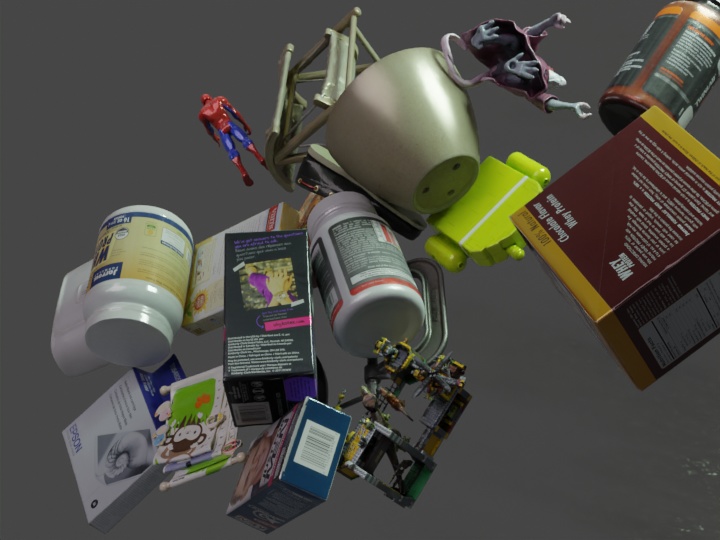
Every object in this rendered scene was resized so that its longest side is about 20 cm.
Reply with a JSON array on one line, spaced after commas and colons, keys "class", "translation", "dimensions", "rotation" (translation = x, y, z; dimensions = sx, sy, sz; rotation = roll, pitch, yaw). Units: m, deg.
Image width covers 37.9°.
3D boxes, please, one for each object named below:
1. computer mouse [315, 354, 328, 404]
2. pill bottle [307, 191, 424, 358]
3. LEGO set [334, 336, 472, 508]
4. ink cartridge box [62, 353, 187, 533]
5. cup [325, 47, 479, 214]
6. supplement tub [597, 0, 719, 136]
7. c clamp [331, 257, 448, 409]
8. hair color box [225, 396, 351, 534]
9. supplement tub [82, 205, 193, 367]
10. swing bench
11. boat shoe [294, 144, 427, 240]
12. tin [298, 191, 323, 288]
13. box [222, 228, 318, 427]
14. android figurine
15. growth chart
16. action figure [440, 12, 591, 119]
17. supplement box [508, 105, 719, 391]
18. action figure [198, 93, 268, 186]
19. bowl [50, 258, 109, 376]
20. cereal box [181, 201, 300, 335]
[{"class": "computer mouse", "translation": [-0.107, 0.120, 1.341], "dimensions": [0.200, 0.052, 0.140], "rotation": [51, 127, 44]}, {"class": "pill bottle", "translation": [0.000, 0.000, 1.304], "dimensions": [0.115, 0.116, 0.201], "rotation": [-32, 45, 12]}, {"class": "LEGO set", "translation": [0.025, 0.158, 1.171], "dimensions": [0.201, 0.116, 0.153], "rotation": [-52, 43, -2]}, {"class": "ink cartridge box", "translation": [-0.316, 0.228, 1.459], "dimensions": [0.200, 0.041, 0.200], "rotation": [-42, 40, 1]}, {"class": "cup", "translation": [0.073, -0.158, 1.335], "dimensions": [0.199, 0.200, 0.144], "rotation": [-37, 59, 6]}, {"class": "supplement tub", "translation": [0.378, -0.246, 1.259], "dimensions": [0.106, 0.107, 0.201], "rotation": [22, 71, 47]}, {"class": "c clamp", "translation": [0.034, 0.073, 1.321], "dimensions": [0.169, 0.027, 0.202], "rotation": [-18, 47, 27]}, {"class": "hair color box", "translation": [-0.085, 0.224, 1.186], "dimensions": [0.200, 0.060, 0.101], "rotation": [-46, 22, 57]}, {"class": "supplement tub", "translation": [-0.323, 0.023, 1.525], "dimensions": [0.143, 0.144, 0.202], "rotation": [-20, 47, 24]}, {"class": "swing bench", "translation": [-0.059, -0.259, 1.606], "dimensions": [0.198, 0.130, 0.201], "rotation": [-19, 46, 26]}, {"class": "boat shoe", "translation": [0.000, -0.096, 1.428], "dimensions": [0.200, 0.074, 0.064], "rotation": [33, 106, 15]}, {"class": "tin", "translation": [-0.045, -0.063, 1.496], "dimensions": [0.111, 0.042, 0.202], "rotation": [8, 61, 47]}, {"class": "box", "translation": [-0.106, 0.067, 1.241], "dimensions": [0.104, 0.123, 0.202], "rotation": [-3, 55, -2]}, {"class": "android figurine", "translation": [0.163, -0.074, 1.332], "dimensions": [0.182, 0.041, 0.200], "rotation": [-46, 37, -5]}, {"class": "growth chart", "translation": [-0.213, 0.201, 1.367], "dimensions": [0.143, 0.018, 0.201], "rotation": [-26, 37, 11]}, {"class": "action figure", "translation": [0.210, -0.249, 1.354], "dimensions": [0.147, 0.199, 0.136], "rotation": [-13, 85, 23]}, {"class": "supplement box", "translation": [0.302, -0.026, 1.108], "dimensions": [0.199, 0.133, 0.198], "rotation": [-37, 41, 6]}, {"class": "action figure", "translation": [-0.208, -0.215, 1.749], "dimensions": [0.065, 0.099, 0.201], "rotation": [-36, 63, 1]}, {"class": "bowl", "translation": [-0.412, 0.051, 1.667], "dimensions": [0.198, 0.075, 0.202], "rotation": [-24, 43, 23]}, {"class": "cereal box", "translation": [-0.173, 0.000, 1.507], "dimensions": [0.198, 0.039, 0.146], "rotation": [-21, 51, 38]}]
